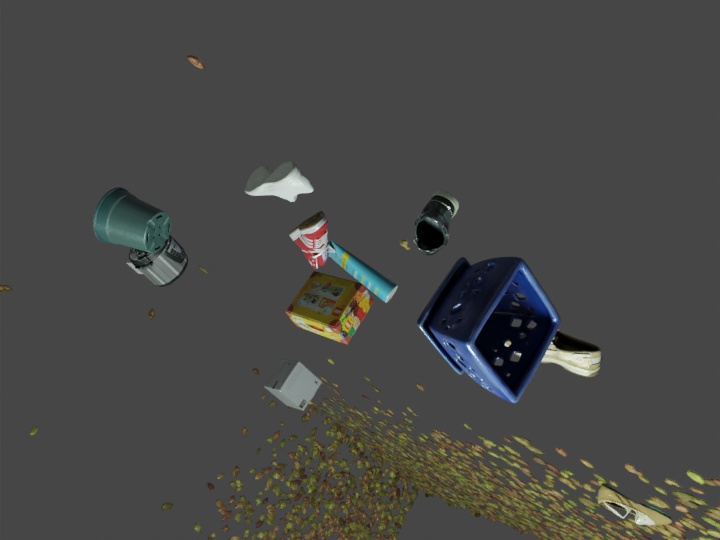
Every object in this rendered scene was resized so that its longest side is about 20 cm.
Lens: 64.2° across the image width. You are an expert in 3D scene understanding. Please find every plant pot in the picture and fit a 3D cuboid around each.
[{"bbox_3d":[-0.783,-0.161,2.000,0.193,0.202,0.201,20,154,13],"label":"plant pot"},{"bbox_3d":[0.234,0.099,1.096,0.179,0.201,0.200,12,150,53],"label":"plant pot"}]

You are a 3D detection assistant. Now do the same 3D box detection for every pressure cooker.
[{"bbox_3d":[-0.781,-0.058,2.192,0.174,0.180,0.201,16,152,43],"label":"pressure cooker"}]

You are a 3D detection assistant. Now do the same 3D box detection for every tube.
[{"bbox_3d":[0.000,0.000,1.416,0.199,0.050,0.078,36,148,14],"label":"tube"}]

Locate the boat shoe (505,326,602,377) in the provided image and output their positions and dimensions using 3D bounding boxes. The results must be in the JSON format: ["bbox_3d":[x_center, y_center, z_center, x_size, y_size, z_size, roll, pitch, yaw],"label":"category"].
[{"bbox_3d":[0.382,0.142,1.149,0.197,0.072,0.077,13,136,27],"label":"boat shoe"}]

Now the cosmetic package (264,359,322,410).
[{"bbox_3d":[-0.321,0.540,2.726,0.165,0.166,0.199,44,154,-21],"label":"cosmetic package"}]

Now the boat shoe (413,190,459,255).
[{"bbox_3d":[0.130,-0.069,1.069,0.074,0.067,0.200,32,157,4],"label":"boat shoe"}]

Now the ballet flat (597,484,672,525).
[{"bbox_3d":[0.778,0.688,1.642,0.198,0.063,0.069,20,154,31],"label":"ballet flat"}]

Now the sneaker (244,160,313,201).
[{"bbox_3d":[-0.183,-0.185,1.281,0.198,0.076,0.088,4,154,49],"label":"sneaker"}]

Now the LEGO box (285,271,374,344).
[{"bbox_3d":[-0.085,0.098,1.577,0.198,0.150,0.078,14,150,41],"label":"LEGO box"}]

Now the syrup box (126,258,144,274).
[{"bbox_3d":[-1.003,-0.037,2.660,0.198,0.079,0.082,4,143,51],"label":"syrup box"}]

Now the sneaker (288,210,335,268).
[{"bbox_3d":[-0.099,-0.068,1.357,0.113,0.071,0.199,54,161,-9],"label":"sneaker"}]
